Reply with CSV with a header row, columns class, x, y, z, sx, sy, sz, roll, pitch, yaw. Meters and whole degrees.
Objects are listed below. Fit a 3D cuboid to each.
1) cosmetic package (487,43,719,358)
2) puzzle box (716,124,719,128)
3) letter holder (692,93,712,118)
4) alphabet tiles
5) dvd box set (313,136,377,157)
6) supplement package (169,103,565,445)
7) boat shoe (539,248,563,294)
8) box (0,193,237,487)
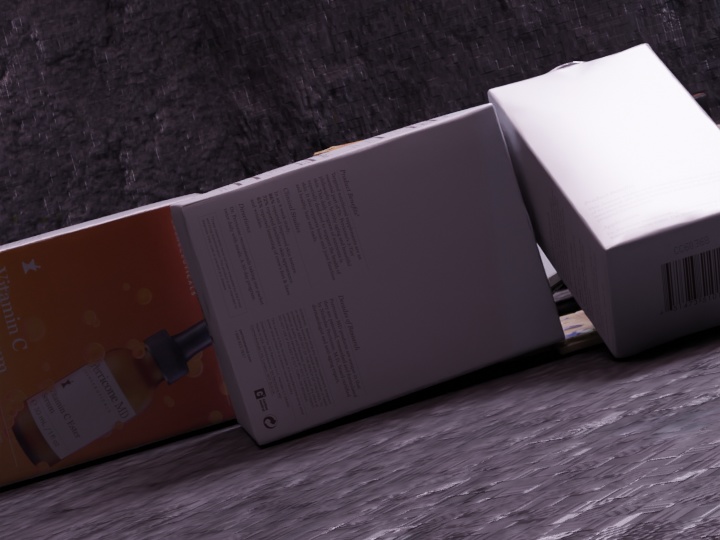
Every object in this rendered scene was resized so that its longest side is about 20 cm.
class,x,y,z,sx,sy,sz,roll,pitch,yaw
cosmetic package,0.160,-0.046,1.401,0.112,0.082,0.200,-15,34,-8
puzzle box,0.216,-0.054,1.688,0.199,0.026,0.133,-6,-28,40
letter holder,0.223,-0.086,2.237,0.199,0.101,0.142,-18,2,-25
alphabet tiles,0.180,0.026,1.505,0.198,0.006,0.166,-16,3,-2
dvd box set,0.012,-0.053,2.269,0.029,0.147,0.200,-18,5,-15
supplement package,0.000,0.000,1.474,0.199,0.153,0.151,-18,4,-7
boat shoe,0.083,0.019,1.626,0.199,0.071,0.064,-28,-23,-32
box,-0.181,0.045,1.595,0.198,0.153,0.106,-16,3,-4
